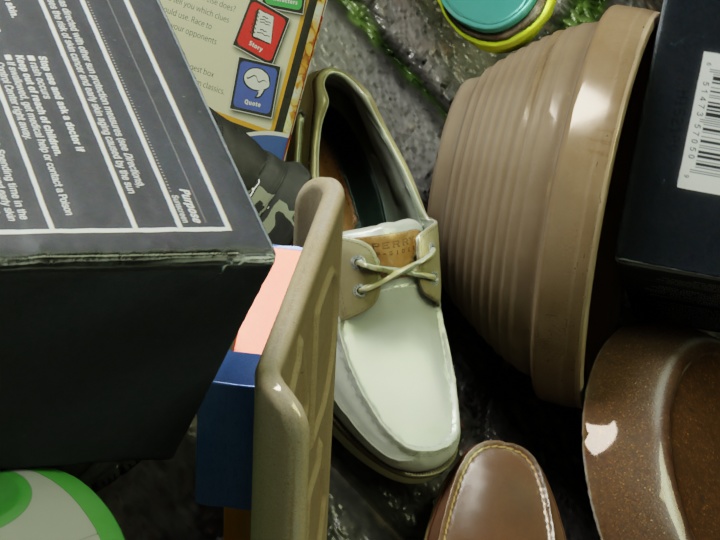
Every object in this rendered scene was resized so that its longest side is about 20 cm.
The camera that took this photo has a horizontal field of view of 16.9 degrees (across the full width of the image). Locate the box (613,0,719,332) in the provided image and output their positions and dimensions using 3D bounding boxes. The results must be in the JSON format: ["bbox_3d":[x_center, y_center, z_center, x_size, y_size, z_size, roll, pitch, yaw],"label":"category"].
[{"bbox_3d":[0.198,-0.050,1.234,0.200,0.107,0.149,43,58,-78],"label":"box"}]

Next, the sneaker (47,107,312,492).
[{"bbox_3d":[-0.102,0.012,1.010,0.091,0.076,0.200,41,58,-18],"label":"sneaker"}]

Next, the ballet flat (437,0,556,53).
[{"bbox_3d":[0.067,-0.158,1.279,0.067,0.067,0.200,46,6,-37],"label":"ballet flat"}]

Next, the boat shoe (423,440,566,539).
[{"bbox_3d":[0.060,0.158,1.072,0.072,0.068,0.200,9,55,-1],"label":"boat shoe"}]

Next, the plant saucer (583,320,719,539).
[{"bbox_3d":[0.182,0.115,1.192,0.200,0.034,0.201,31,48,-41],"label":"plant saucer"}]

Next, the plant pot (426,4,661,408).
[{"bbox_3d":[0.088,-0.037,1.206,0.092,0.201,0.201,10,43,12],"label":"plant pot"}]

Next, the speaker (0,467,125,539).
[{"bbox_3d":[-0.170,0.128,0.822,0.200,0.088,0.089,-19,78,-50],"label":"speaker"}]

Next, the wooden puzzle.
[{"bbox_3d":[-0.038,0.082,0.958,0.046,0.186,0.200,4,26,2],"label":"wooden puzzle"}]

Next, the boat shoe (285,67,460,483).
[{"bbox_3d":[0.000,0.000,1.133,0.075,0.068,0.200,-12,69,-33],"label":"boat shoe"}]

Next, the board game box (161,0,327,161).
[{"bbox_3d":[-0.091,-0.112,1.070,0.151,0.046,0.200,18,85,-37],"label":"board game box"}]

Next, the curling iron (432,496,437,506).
[{"bbox_3d":[0.072,0.195,1.117,0.050,0.026,0.200,19,43,-63],"label":"curling iron"}]

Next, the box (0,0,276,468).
[{"bbox_3d":[-0.166,-0.035,0.873,0.198,0.123,0.200,-1,48,-30],"label":"box"}]
